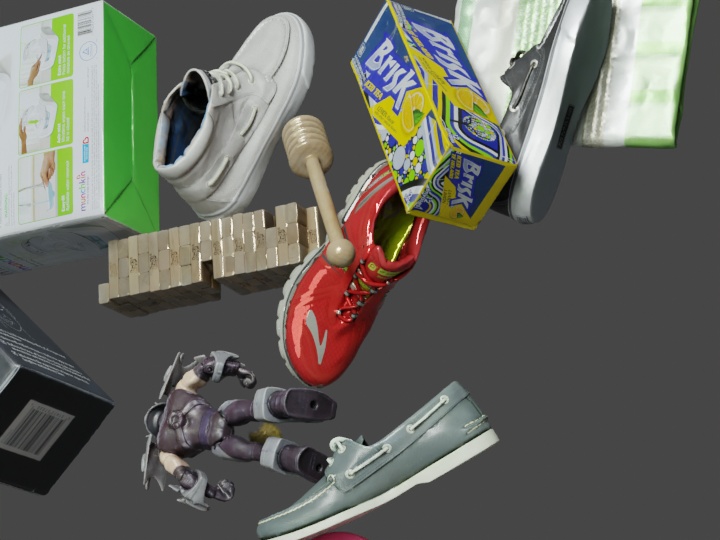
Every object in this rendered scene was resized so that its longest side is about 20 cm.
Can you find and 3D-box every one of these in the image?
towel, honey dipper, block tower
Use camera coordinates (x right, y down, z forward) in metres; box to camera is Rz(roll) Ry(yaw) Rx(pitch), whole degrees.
[{"bbox_3d":[0.165,-0.167,1.563,0.200,0.031,0.149,5,79,25],"label":"towel"},{"bbox_3d":[-0.032,-0.060,1.564,0.038,0.038,0.200,-35,32,13],"label":"honey dipper"},{"bbox_3d":[-0.120,-0.009,1.636,0.200,0.054,0.058,-12,69,22],"label":"block tower"}]

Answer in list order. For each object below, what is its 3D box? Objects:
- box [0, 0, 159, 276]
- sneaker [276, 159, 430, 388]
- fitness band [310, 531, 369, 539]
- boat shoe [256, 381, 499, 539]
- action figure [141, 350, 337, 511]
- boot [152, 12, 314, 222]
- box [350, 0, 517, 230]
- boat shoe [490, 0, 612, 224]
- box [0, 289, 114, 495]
[{"bbox_3d":[-0.275,-0.112,1.720,0.176,0.097,0.200,-12,70,23],"label":"box"},{"bbox_3d":[0.000,0.000,1.544,0.200,0.077,0.085,-65,22,-3],"label":"sneaker"},{"bbox_3d":[-0.040,0.293,1.490,0.200,0.037,0.144,-56,41,0],"label":"fitness band"},{"bbox_3d":[0.005,0.150,1.497,0.200,0.073,0.062,-26,84,-1],"label":"boat shoe"},{"bbox_3d":[-0.105,0.129,1.579,0.200,0.069,0.130,2,84,43],"label":"action figure"},{"bbox_3d":[-0.106,-0.146,1.632,0.073,0.096,0.200,5,66,33],"label":"boot"},{"bbox_3d":[0.054,-0.124,1.530,0.070,0.064,0.200,-58,32,30],"label":"box"},{"bbox_3d":[0.136,-0.136,1.518,0.066,0.070,0.200,17,91,25],"label":"boat shoe"},{"bbox_3d":[-0.334,0.079,1.661,0.200,0.148,0.107,41,94,30],"label":"box"}]
